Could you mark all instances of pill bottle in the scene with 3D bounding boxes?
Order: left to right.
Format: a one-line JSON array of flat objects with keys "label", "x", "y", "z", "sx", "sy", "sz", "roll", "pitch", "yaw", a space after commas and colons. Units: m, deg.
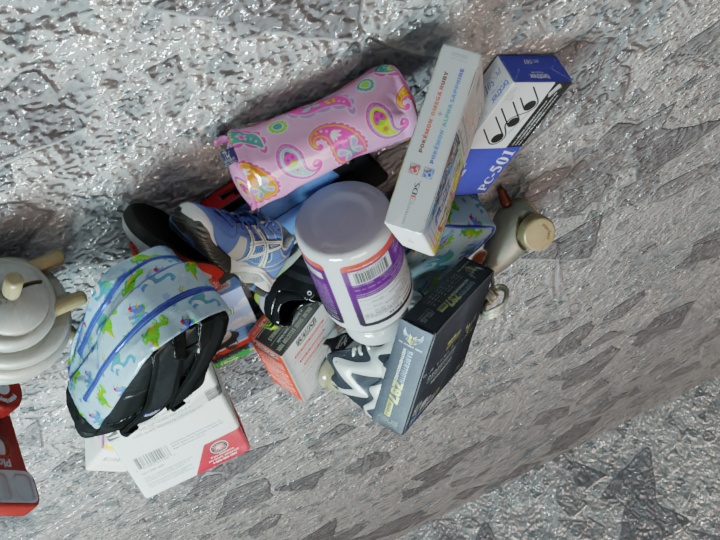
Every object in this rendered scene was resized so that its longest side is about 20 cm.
[{"label": "pill bottle", "x": 0.000, "y": 0.000, "z": 1.249, "sx": 0.111, "sy": 0.112, "sz": 0.200, "roll": -25, "pitch": 143, "yaw": -5}]

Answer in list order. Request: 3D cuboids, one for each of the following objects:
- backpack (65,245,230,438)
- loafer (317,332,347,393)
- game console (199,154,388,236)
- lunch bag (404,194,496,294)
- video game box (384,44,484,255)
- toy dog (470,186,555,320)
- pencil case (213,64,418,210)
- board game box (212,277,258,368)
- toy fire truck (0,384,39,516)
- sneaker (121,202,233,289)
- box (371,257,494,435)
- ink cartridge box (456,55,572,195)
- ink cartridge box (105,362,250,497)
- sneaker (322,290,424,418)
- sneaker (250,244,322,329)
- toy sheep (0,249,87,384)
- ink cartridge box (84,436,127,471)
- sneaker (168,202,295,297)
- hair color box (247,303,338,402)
[{"label": "backpack", "x": -0.212, "y": 0.070, "z": 1.097, "sx": 0.163, "sy": 0.154, "sz": 0.200, "roll": -24, "pitch": 176, "yaw": -32}, {"label": "loafer", "x": 0.019, "y": 0.096, "z": 1.547, "sx": 0.200, "sy": 0.068, "sz": 0.076, "roll": -54, "pitch": 165, "yaw": -12}, {"label": "game console", "x": -0.076, "y": -0.081, "z": 1.221, "sx": 0.199, "sy": 0.031, "sz": 0.177, "roll": -32, "pitch": 155, "yaw": 9}, {"label": "lunch bag", "x": 0.068, "y": -0.027, "z": 1.409, "sx": 0.160, "sy": 0.083, "sz": 0.200, "roll": -1, "pitch": 146, "yaw": -47}, {"label": "video game box", "x": 0.080, "y": -0.115, "z": 1.114, "sx": 0.200, "sy": 0.047, "sz": 0.183, "roll": 37, "pitch": 69, "yaw": -81}, {"label": "toy dog", "x": 0.172, "y": -0.036, "z": 1.483, "sx": 0.200, "sy": 0.096, "sz": 0.132, "roll": -51, "pitch": -156, "yaw": -17}, {"label": "pencil case", "x": -0.042, "y": -0.135, "z": 1.084, "sx": 0.199, "sy": 0.088, "sz": 0.088, "roll": -24, "pitch": 156, "yaw": -7}, {"label": "board game box", "x": -0.208, "y": 0.078, "z": 1.389, "sx": 0.151, "sy": 0.037, "sz": 0.200, "roll": -25, "pitch": 155, "yaw": -6}, {"label": "toy fire truck", "x": -0.451, "y": 0.193, "z": 1.197, "sx": 0.112, "sy": 0.168, "sz": 0.200, "roll": -36, "pitch": 155, "yaw": 17}, {"label": "sneaker", "x": -0.223, "y": -0.001, "z": 1.178, "sx": 0.108, "sy": 0.067, "sz": 0.201, "roll": -35, "pitch": 158, "yaw": 10}, {"label": "box", "x": 0.093, "y": 0.092, "z": 1.364, "sx": 0.200, "sy": 0.051, "sz": 0.158, "roll": -40, "pitch": 149, "yaw": -55}, {"label": "ink cartridge box", "x": 0.153, "y": -0.166, "z": 1.274, "sx": 0.094, "sy": 0.044, "sz": 0.200, "roll": -7, "pitch": 149, "yaw": -35}, {"label": "ink cartridge box", "x": -0.237, "y": 0.157, "z": 1.302, "sx": 0.144, "sy": 0.084, "sz": 0.201, "roll": -24, "pitch": 130, "yaw": -6}, {"label": "sneaker", "x": 0.011, "y": 0.098, "z": 1.436, "sx": 0.079, "sy": 0.129, "sz": 0.200, "roll": -44, "pitch": 152, "yaw": -49}, {"label": "sneaker", "x": -0.049, "y": 0.003, "z": 1.349, "sx": 0.200, "sy": 0.083, "sz": 0.072, "roll": -39, "pitch": 154, "yaw": 22}, {"label": "toy sheep", "x": -0.346, "y": 0.046, "z": 1.071, "sx": 0.137, "sy": 0.138, "sz": 0.200, "roll": -15, "pitch": 157, "yaw": -27}, {"label": "ink cartridge box", "x": -0.288, "y": 0.208, "z": 1.465, "sx": 0.116, "sy": 0.068, "sz": 0.200, "roll": 9, "pitch": 148, "yaw": -29}, {"label": "sneaker", "x": -0.133, "y": -0.039, "z": 1.143, "sx": 0.077, "sy": 0.076, "sz": 0.200, "roll": -52, "pitch": 157, "yaw": 0}, {"label": "hair color box", "x": -0.084, "y": 0.099, "z": 1.485, "sx": 0.102, "sy": 0.061, "sz": 0.200, "roll": -53, "pitch": 162, "yaw": -16}]
